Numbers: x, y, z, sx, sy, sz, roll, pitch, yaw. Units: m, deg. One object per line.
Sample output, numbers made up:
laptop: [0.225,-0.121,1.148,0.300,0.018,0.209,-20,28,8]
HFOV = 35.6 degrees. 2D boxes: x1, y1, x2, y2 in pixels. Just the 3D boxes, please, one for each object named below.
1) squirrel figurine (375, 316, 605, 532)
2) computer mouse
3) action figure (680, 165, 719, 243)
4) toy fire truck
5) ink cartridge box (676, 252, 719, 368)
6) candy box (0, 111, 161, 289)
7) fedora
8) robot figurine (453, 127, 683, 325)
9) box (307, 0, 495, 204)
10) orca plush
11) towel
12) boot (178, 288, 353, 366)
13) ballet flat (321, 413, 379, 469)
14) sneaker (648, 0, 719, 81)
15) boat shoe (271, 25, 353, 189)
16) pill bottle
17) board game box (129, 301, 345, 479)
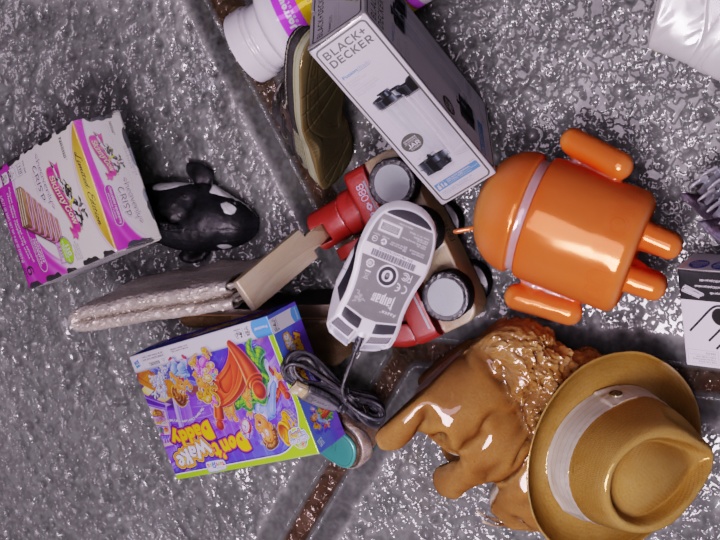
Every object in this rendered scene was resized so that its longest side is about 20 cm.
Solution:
squirrel figurine: [0.150,0.150,1.042,0.200,0.141,0.187,-42,90,23]
computer mouse: [0.008,0.033,1.000,0.109,0.044,0.202,23,95,-16]
action figure: [0.364,-0.108,0.939,0.200,0.069,0.131,-47,37,21]
toy fire truck: [0.000,0.000,1.074,0.199,0.128,0.178,-26,89,23]
ink cartridge box: [0.372,0.040,0.944,0.198,0.044,0.095,4,114,40]
candy box: [-0.302,-0.069,1.172,0.199,0.061,0.138,-18,92,46]
fedora: [0.241,0.170,0.982,0.082,0.198,0.203,18,109,62]
robot figurine: [0.188,-0.039,1.008,0.198,0.117,0.145,21,138,15]
box: [0.038,-0.169,0.990,0.060,0.117,0.200,-29,124,24]
orca plush: [-0.208,-0.068,1.171,0.199,0.071,0.106,30,107,14]
towel: [-0.188,0.022,1.146,0.198,0.132,0.035,-10,99,20]
boot: [-0.101,0.061,1.157,0.197,0.074,0.076,2,109,18]
ballet flat: [-0.062,0.124,1.112,0.199,0.067,0.069,36,127,19]
sneaker: [0.314,-0.267,0.948,0.115,0.074,0.202,24,107,12]
boat shoe: [-0.053,-0.155,1.053,0.066,0.202,0.072,28,66,21]
pill bottle: [-0.030,-0.258,1.060,0.199,0.104,0.105,-27,89,22]
board game box: [-0.122,0.120,1.081,0.199,0.045,0.136,-17,96,38]
